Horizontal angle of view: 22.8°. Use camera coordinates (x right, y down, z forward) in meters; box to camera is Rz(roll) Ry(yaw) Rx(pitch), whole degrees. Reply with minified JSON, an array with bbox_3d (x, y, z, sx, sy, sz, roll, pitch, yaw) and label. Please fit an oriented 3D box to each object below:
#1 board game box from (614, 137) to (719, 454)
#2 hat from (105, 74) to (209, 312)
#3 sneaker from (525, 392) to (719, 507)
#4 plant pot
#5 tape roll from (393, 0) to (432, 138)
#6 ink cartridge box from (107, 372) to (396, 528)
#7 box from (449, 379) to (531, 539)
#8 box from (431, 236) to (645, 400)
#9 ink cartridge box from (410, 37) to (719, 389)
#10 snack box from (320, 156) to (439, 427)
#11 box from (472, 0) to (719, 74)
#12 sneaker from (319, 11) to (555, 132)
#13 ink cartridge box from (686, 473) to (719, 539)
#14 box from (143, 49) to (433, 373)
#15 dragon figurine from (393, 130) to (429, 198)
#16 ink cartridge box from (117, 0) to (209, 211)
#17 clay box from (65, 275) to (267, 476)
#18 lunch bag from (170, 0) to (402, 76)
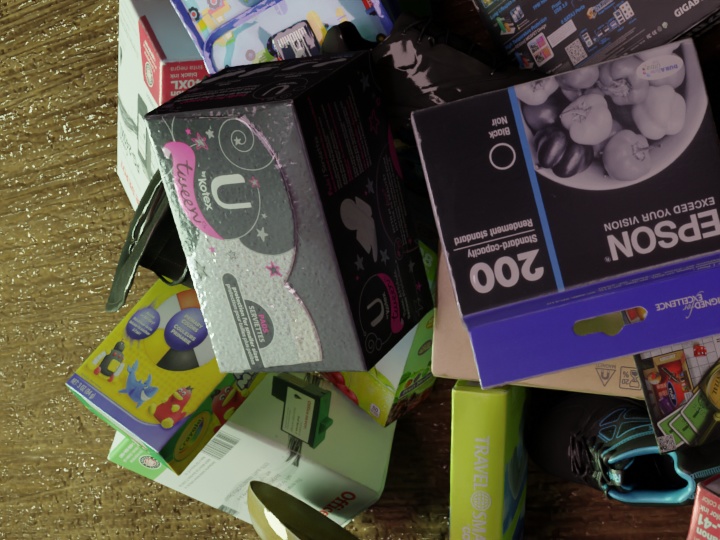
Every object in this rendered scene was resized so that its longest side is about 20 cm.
[{"bbox_3d":[0.229,0.017,1.224,0.105,0.023,0.200,-16,90,7],"label":"board game box"},{"bbox_3d":[-0.122,-0.046,1.363,0.081,0.201,0.201,24,129,-11],"label":"hat"},{"bbox_3d":[0.190,0.131,1.306,0.200,0.082,0.073,-1,102,47],"label":"sneaker"},{"bbox_3d":[-0.013,0.234,1.397,0.200,0.200,0.027,36,91,33],"label":"plant pot"},{"bbox_3d":[-0.028,-0.194,1.459,0.200,0.048,0.201,15,113,42],"label":"tape roll"},{"bbox_3d":[-0.090,0.142,1.502,0.146,0.200,0.084,-43,25,51],"label":"ink cartridge box"},{"bbox_3d":[0.099,0.165,1.377,0.048,0.122,0.200,5,108,13],"label":"box"},{"bbox_3d":[0.153,0.005,1.273,0.200,0.021,0.164,5,98,17],"label":"box"},{"bbox_3d":[0.151,-0.035,1.201,0.198,0.043,0.200,-15,91,8],"label":"ink cartridge box"},{"bbox_3d":[0.000,0.000,1.436,0.169,0.068,0.200,38,136,23],"label":"snack box"},{"bbox_3d":[0.167,-0.213,1.256,0.200,0.046,0.159,-35,78,45],"label":"box"},{"bbox_3d":[0.058,-0.138,1.268,0.200,0.076,0.091,3,105,16],"label":"sneaker"},{"bbox_3d":[0.280,0.225,1.194,0.086,0.148,0.200,27,118,38],"label":"ink cartridge box"},{"bbox_3d":[-0.049,-0.038,1.253,0.132,0.115,0.200,-3,111,31],"label":"box"},{"bbox_3d":[0.057,-0.092,1.343,0.200,0.059,0.100,7,67,15],"label":"dragon figurine"},{"bbox_3d":[-0.152,-0.129,1.523,0.145,0.083,0.200,-121,30,-48],"label":"ink cartridge box"},{"bbox_3d":[-0.121,0.049,1.391,0.115,0.200,0.048,30,163,34],"label":"clay box"},{"bbox_3d":[-0.050,-0.194,1.364,0.150,0.094,0.200,-28,83,19],"label":"lunch bag"}]
